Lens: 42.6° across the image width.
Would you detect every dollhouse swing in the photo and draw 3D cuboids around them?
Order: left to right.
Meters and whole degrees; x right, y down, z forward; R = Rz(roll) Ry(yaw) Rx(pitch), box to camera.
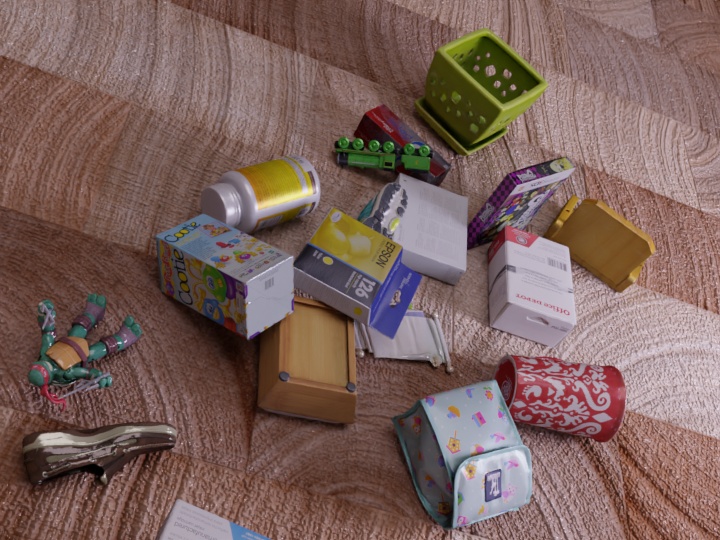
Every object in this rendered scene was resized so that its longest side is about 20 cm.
[{"bbox_3d":[0.513,-0.089,1.893,0.199,0.176,0.182,36,45,6],"label":"dollhouse swing"}]

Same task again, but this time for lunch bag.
[{"bbox_3d":[0.166,0.288,1.430,0.169,0.122,0.201,-7,65,-35],"label":"lunch bag"}]

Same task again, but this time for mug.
[{"bbox_3d":[0.328,0.215,1.600,0.198,0.177,0.135,11,85,-15],"label":"mug"}]

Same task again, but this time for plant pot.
[{"bbox_3d":[0.247,-0.372,1.982,0.199,0.182,0.200,46,46,13],"label":"plant pot"}]

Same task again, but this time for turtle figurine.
[{"bbox_3d":[-0.402,0.109,1.288,0.150,0.101,0.200,49,30,-4],"label":"turtle figurine"}]

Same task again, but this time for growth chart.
[{"bbox_3d":[0.064,0.103,1.600,0.198,0.018,0.146,10,49,-21],"label":"growth chart"}]

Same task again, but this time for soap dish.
[{"bbox_3d":[-0.079,0.133,1.453,0.156,0.081,0.201,13,49,-18],"label":"soap dish"}]

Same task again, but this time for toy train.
[{"bbox_3d":[0.044,-0.223,1.805,0.198,0.042,0.057,6,87,6],"label":"toy train"}]

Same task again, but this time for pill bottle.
[{"bbox_3d":[-0.174,-0.129,1.603,0.199,0.109,0.110,-20,65,-39],"label":"pill bottle"}]

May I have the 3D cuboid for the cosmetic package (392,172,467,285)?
[{"bbox_3d":[0.127,-0.082,1.766,0.150,0.052,0.201,21,46,-14],"label":"cosmetic package"}]

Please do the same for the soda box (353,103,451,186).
[{"bbox_3d":[0.085,-0.244,1.871,0.200,0.064,0.070,44,45,12],"label":"soda box"}]

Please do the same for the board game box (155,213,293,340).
[{"bbox_3d":[-0.209,0.006,1.420,0.199,0.104,0.105,25,38,33],"label":"board game box"}]

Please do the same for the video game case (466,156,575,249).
[{"bbox_3d":[0.303,-0.130,1.797,0.180,0.200,0.036,-18,64,-38],"label":"video game case"}]

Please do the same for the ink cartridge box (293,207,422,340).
[{"bbox_3d":[0.000,0.000,1.537,0.199,0.047,0.198,27,37,2],"label":"ink cartridge box"}]

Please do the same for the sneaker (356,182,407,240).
[{"bbox_3d":[0.020,-0.072,1.687,0.077,0.079,0.201,43,61,-20],"label":"sneaker"}]

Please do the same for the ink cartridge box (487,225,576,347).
[{"bbox_3d":[0.322,0.030,1.754,0.146,0.083,0.201,19,46,-13],"label":"ink cartridge box"}]

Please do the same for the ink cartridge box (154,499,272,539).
[{"bbox_3d":[-0.206,0.415,1.102,0.146,0.146,0.201,25,46,-7],"label":"ink cartridge box"}]

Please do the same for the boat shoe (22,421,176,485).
[{"bbox_3d":[-0.343,0.250,1.230,0.201,0.075,0.075,-2,68,-22],"label":"boat shoe"}]
